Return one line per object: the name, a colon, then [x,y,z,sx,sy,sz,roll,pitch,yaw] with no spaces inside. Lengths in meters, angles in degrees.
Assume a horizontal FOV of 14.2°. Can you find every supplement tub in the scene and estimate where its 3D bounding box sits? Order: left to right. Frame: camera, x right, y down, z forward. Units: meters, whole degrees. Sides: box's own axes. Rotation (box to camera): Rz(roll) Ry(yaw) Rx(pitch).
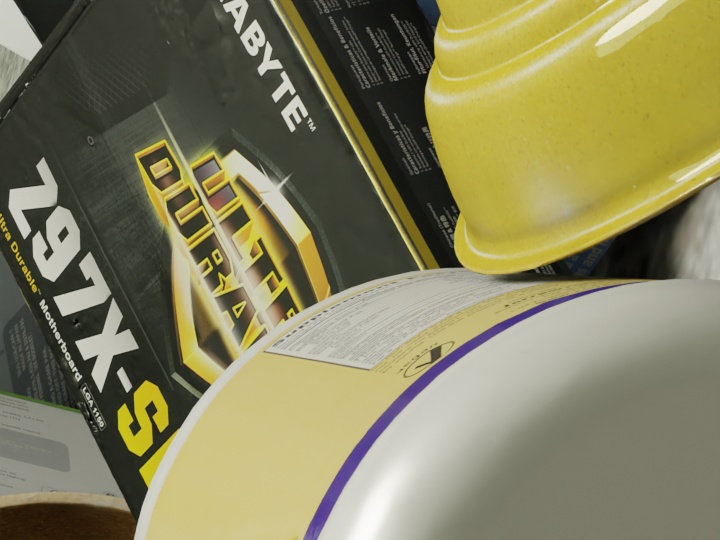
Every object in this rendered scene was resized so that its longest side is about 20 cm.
supplement tub: [0.034,0.072,0.570,0.200,0.145,0.146,-179,103,-74]

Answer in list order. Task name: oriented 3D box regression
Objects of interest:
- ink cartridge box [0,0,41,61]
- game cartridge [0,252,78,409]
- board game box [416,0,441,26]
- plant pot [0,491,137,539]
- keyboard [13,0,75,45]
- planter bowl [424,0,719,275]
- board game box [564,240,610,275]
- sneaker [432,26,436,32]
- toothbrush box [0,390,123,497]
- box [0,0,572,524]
ink cartridge box: [-0.076,-0.188,0.987,0.145,0.083,0.200,-44,-17,-50]
game cartridge: [-0.130,0.063,1.119,0.133,0.040,0.200,-57,-33,-51]
board game box: [0.051,-0.185,0.761,0.151,0.037,0.200,131,152,-56]
plant pot: [-0.096,0.193,0.895,0.200,0.186,0.187,104,174,-61]
keyboard: [-0.033,-0.057,0.822,0.200,0.021,0.127,55,137,22]
planter bowl: [0.068,-0.096,0.554,0.200,0.083,0.200,-41,11,10]
board game box: [0.073,-0.115,0.783,0.151,0.037,0.200,123,156,-46]
sneaker: [0.000,0.000,0.893,0.115,0.075,0.200,-127,49,-69]
toothbrush box: [-0.127,0.153,1.044,0.086,0.145,0.200,-110,37,-63]
box: [-0.020,0.009,0.775,0.160,0.049,0.200,-46,67,48]
